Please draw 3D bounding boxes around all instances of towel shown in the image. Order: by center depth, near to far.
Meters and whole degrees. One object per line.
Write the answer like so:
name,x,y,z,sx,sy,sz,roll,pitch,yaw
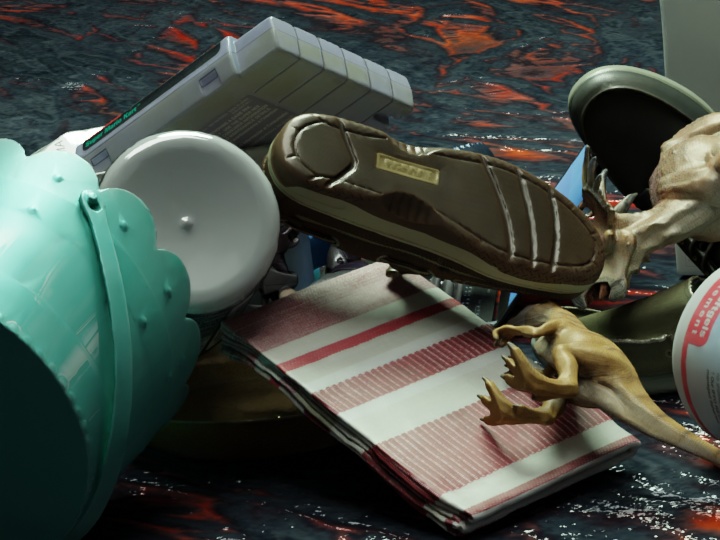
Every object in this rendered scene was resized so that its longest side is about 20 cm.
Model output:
towel,0.037,0.067,1.578,0.144,0.023,0.200,-21,46,-40

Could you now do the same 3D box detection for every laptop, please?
laptop,0.063,-0.027,1.906,0.200,0.103,0.177,-2,15,6

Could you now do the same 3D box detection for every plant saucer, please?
plant saucer,-0.061,0.074,1.697,0.200,0.035,0.200,-4,15,1

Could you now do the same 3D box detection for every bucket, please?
bucket,-0.196,0.050,1.511,0.207,0.207,0.135,1,31,21

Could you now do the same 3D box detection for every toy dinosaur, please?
toy dinosaur,0.126,0.059,1.533,0.106,0.060,0.200,-12,35,-27
toy dinosaur,0.201,-0.056,1.727,0.135,0.086,0.200,-9,15,35

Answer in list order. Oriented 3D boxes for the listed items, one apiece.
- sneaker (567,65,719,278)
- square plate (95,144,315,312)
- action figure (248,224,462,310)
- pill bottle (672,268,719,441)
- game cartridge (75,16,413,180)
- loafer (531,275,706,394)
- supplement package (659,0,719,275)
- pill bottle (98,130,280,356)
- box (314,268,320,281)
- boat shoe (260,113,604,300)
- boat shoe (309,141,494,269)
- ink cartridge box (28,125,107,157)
sneaker,0.213,-0.046,1.797,0.075,0.200,0.106,-46,12,17
square plate,-0.126,-0.004,1.802,0.198,0.200,0.028,-10,60,-5
action figure,0.000,0.000,1.730,0.130,0.069,0.200,15,28,5
pill bottle,0.261,0.061,1.502,0.109,0.109,0.200,-13,17,-28
game cartridge,-0.082,-0.079,1.751,0.200,0.038,0.130,-33,-39,31
loafer,0.196,0.034,1.700,0.200,0.070,0.075,3,16,26
supplement package,0.278,-0.105,1.940,0.117,0.200,0.117,3,17,24
pill bottle,-0.112,-0.005,1.649,0.106,0.106,0.200,-8,-11,-13
box,-0.135,-0.007,1.996,0.200,0.049,0.082,2,16,23
boat shoe,0.037,-0.028,1.631,0.202,0.075,0.075,22,53,-10
boat shoe,-0.008,-0.053,1.884,0.200,0.069,0.084,-17,-25,-12
ink cartridge box,-0.211,-0.015,1.846,0.200,0.163,0.057,-7,50,-16
